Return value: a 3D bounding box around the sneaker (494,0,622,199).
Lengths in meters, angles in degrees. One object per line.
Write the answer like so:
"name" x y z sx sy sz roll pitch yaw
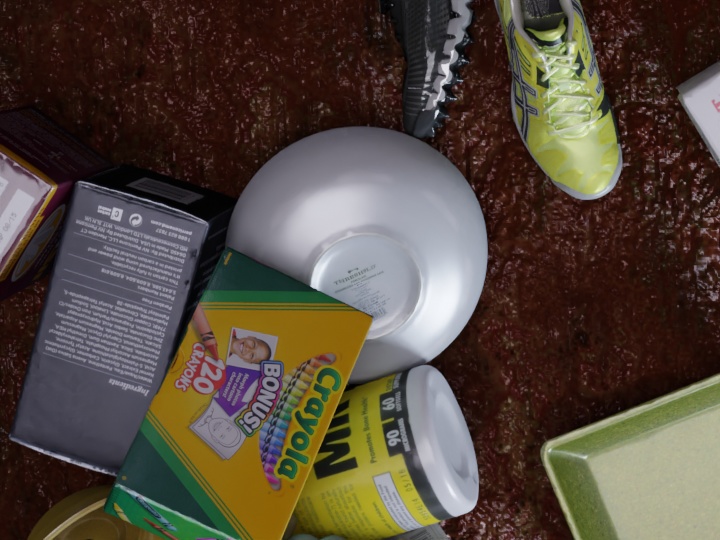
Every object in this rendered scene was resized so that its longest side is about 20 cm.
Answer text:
"sneaker" 0.138 -0.146 1.530 0.075 0.076 0.202 -19 96 7

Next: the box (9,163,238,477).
"box" -0.171 0.035 1.552 0.103 0.148 0.202 17 98 4

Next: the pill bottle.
"pill bottle" -0.022 0.153 1.562 0.199 0.114 0.115 -20 95 15

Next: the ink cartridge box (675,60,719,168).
"ink cartridge box" 0.348 -0.120 1.506 0.199 0.086 0.148 -32 93 8

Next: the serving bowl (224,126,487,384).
"serving bowl" 0.000 0.000 1.538 0.198 0.066 0.202 -2 114 -5

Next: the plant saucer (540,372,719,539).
"plant saucer" 0.261 0.182 1.571 0.198 0.048 0.201 -22 95 9

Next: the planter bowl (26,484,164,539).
"planter bowl" -0.183 0.218 1.510 0.199 0.083 0.202 -17 126 -24

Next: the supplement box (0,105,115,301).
"supplement box" -0.260 -0.048 1.524 0.085 0.200 0.111 34 99 1

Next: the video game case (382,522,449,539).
"video game case" 0.009 0.274 1.529 0.181 0.200 0.024 -27 134 -9

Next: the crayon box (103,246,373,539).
"crayon box" -0.082 0.098 1.445 0.118 0.058 0.201 25 60 -3

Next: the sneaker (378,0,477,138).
"sneaker" 0.043 -0.200 1.542 0.090 0.066 0.202 12 95 8

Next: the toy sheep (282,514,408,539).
"toy sheep" -0.034 0.244 1.464 0.198 0.138 0.139 7 98 20
